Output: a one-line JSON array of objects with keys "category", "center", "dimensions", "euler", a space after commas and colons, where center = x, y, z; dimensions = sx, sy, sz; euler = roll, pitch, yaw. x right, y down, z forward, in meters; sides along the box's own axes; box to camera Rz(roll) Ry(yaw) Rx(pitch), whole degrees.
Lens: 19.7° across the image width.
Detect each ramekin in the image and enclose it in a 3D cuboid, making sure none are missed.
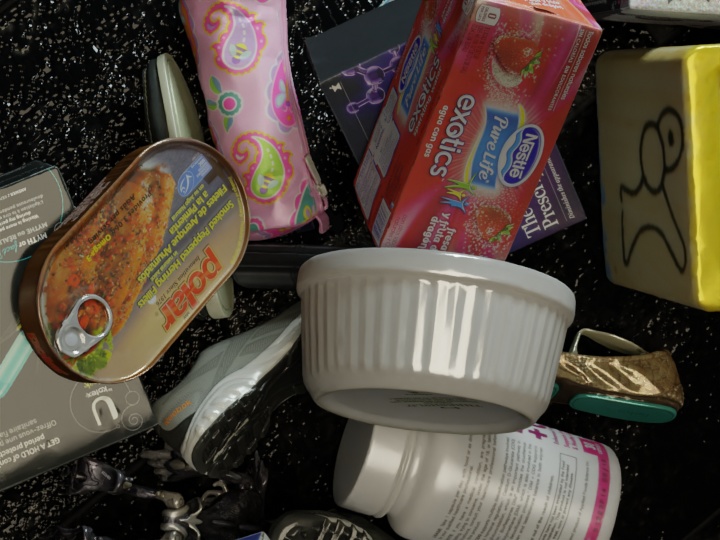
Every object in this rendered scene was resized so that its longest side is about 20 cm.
[{"category": "ramekin", "center": [0.049, 0.054, 1.460], "dimensions": [0.202, 0.202, 0.094], "euler": [10, 75, -13]}]

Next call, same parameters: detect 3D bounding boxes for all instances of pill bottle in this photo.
[{"category": "pill bottle", "center": [0.088, 0.161, 1.587], "dimensions": [0.200, 0.113, 0.114], "euler": [17, 92, -13]}]

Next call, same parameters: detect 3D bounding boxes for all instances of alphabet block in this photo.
[{"category": "alphabet block", "center": [0.302, -0.078, 1.565], "dimensions": [0.196, 0.200, 0.196], "euler": [-6, 97, -12]}]

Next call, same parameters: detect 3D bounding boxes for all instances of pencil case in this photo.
[{"category": "pencil case", "center": [-0.078, -0.120, 1.537], "dimensions": [0.087, 0.087, 0.200], "euler": [-13, 96, -11]}]

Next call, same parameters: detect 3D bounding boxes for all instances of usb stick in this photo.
[{"category": "usb stick", "center": [0.000, 0.000, 1.526], "dimensions": [0.200, 0.055, 0.033], "euler": [2, 74, 17]}]

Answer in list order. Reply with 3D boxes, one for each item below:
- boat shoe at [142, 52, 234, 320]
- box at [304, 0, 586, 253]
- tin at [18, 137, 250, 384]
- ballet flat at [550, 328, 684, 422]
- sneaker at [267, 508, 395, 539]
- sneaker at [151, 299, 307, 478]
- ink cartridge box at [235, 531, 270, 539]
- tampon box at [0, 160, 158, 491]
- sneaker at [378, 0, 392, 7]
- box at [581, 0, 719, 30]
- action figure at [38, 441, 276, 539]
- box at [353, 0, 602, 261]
[{"category": "boat shoe", "center": [-0.146, -0.058, 1.541], "dimensions": [0.066, 0.075, 0.200], "euler": [-11, 99, 12]}, {"category": "box", "center": [0.064, -0.103, 1.529], "dimensions": [0.141, 0.079, 0.200], "euler": [-23, 123, 6]}, {"category": "tin", "center": [-0.156, -0.006, 1.444], "dimensions": [0.112, 0.042, 0.200], "euler": [51, 57, -18]}, {"category": "ballet flat", "center": [0.157, 0.076, 1.629], "dimensions": [0.200, 0.071, 0.065], "euler": [9, 66, -15]}, {"category": "sneaker", "center": [-0.020, 0.213, 1.550], "dimensions": [0.200, 0.090, 0.067], "euler": [28, 88, -50]}, {"category": "sneaker", "center": [-0.076, 0.066, 1.553], "dimensions": [0.200, 0.079, 0.074], "euler": [-40, 140, -29]}, {"category": "ink cartridge box", "center": [-0.107, 0.297, 1.509], "dimensions": [0.196, 0.043, 0.200], "euler": [-19, 117, 23]}, {"category": "tampon box", "center": [-0.256, 0.040, 1.495], "dimensions": [0.150, 0.126, 0.200], "euler": [-22, 100, -11]}, {"category": "sneaker", "center": [0.055, -0.187, 1.564], "dimensions": [0.076, 0.081, 0.200], "euler": [32, 90, -15]}, {"category": "box", "center": [0.279, -0.242, 1.579], "dimensions": [0.200, 0.132, 0.115], "euler": [1, 94, -12]}, {"category": "action figure", "center": [-0.140, 0.184, 1.552], "dimensions": [0.200, 0.102, 0.119], "euler": [14, 84, -39]}, {"category": "box", "center": [0.076, -0.109, 1.423], "dimensions": [0.095, 0.100, 0.200], "euler": [11, 117, -19]}]
